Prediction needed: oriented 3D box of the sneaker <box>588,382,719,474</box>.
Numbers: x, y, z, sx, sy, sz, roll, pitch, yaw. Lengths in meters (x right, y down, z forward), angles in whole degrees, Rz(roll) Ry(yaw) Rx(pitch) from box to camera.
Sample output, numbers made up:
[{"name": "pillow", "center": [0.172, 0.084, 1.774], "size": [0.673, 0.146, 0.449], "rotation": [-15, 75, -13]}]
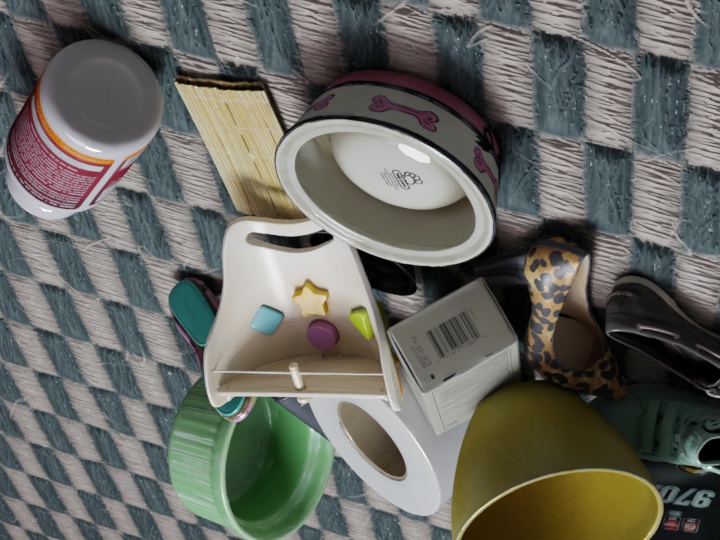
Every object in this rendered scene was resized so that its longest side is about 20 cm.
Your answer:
[{"name": "sneaker", "center": [0.299, 0.150, 1.639], "size": [0.199, 0.074, 0.118], "rotation": [3, -178, 18]}]

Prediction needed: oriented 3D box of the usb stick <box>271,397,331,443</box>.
[{"name": "usb stick", "center": [-0.031, 0.164, 1.947], "size": [0.055, 0.033, 0.200], "rotation": [-36, 137, 12]}]

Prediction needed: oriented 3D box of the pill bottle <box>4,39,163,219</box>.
[{"name": "pill bottle", "center": [-0.263, -0.122, 1.596], "size": [0.113, 0.113, 0.200], "rotation": [30, 150, -13]}]

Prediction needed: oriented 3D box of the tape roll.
[{"name": "tape roll", "center": [0.034, 0.158, 1.816], "size": [0.202, 0.071, 0.203], "rotation": [40, 154, 23]}]

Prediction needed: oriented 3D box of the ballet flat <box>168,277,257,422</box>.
[{"name": "ballet flat", "center": [-0.141, 0.087, 1.831], "size": [0.071, 0.069, 0.200], "rotation": [32, -162, -47]}]

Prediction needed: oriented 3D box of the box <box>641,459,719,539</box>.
[{"name": "box", "center": [0.285, 0.230, 1.740], "size": [0.199, 0.159, 0.046], "rotation": [4, 144, 32]}]

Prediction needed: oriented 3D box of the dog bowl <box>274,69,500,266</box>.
[{"name": "dog bowl", "center": [0.031, -0.091, 1.478], "size": [0.199, 0.074, 0.200], "rotation": [18, 150, 11]}]

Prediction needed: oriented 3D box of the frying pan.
[{"name": "frying pan", "center": [0.015, 0.005, 1.689], "size": [0.114, 0.031, 0.190], "rotation": [19, 162, 24]}]

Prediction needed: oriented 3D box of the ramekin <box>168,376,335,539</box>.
[{"name": "ramekin", "center": [-0.125, 0.199, 1.956], "size": [0.097, 0.201, 0.200], "rotation": [9, 149, 36]}]

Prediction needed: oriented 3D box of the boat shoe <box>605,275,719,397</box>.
[{"name": "boat shoe", "center": [0.301, 0.080, 1.584], "size": [0.200, 0.057, 0.067], "rotation": [33, 150, -18]}]

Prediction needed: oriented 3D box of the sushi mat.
[{"name": "sushi mat", "center": [-0.102, -0.109, 1.604], "size": [0.095, 0.012, 0.200], "rotation": [8, 148, 22]}]

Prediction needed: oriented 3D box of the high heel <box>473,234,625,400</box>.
[{"name": "high heel", "center": [0.207, 0.050, 1.583], "size": [0.200, 0.072, 0.142], "rotation": [44, 152, -17]}]

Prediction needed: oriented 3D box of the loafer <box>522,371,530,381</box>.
[{"name": "loafer", "center": [0.133, 0.159, 1.822], "size": [0.068, 0.071, 0.201], "rotation": [21, 151, 0]}]

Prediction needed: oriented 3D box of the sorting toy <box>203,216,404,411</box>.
[{"name": "sorting toy", "center": [-0.053, 0.031, 1.636], "size": [0.199, 0.107, 0.181], "rotation": [0, 116, 24]}]

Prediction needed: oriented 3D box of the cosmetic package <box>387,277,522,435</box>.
[{"name": "cosmetic package", "center": [0.092, 0.084, 1.628], "size": [0.073, 0.103, 0.200], "rotation": [61, 177, 16]}]

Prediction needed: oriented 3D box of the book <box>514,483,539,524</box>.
[{"name": "book", "center": [0.164, 0.229, 1.823], "size": [0.048, 0.134, 0.200], "rotation": [22, 160, 2]}]

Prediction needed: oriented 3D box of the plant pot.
[{"name": "plant pot", "center": [0.170, 0.189, 1.637], "size": [0.199, 0.142, 0.201], "rotation": [-8, 140, -7]}]
